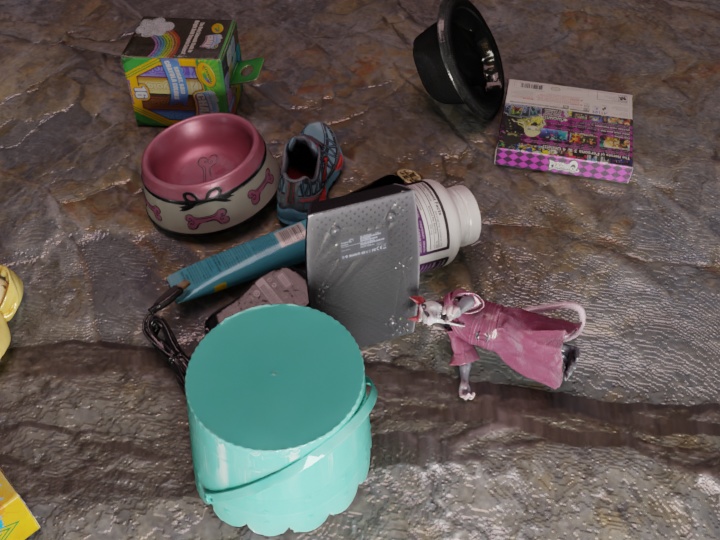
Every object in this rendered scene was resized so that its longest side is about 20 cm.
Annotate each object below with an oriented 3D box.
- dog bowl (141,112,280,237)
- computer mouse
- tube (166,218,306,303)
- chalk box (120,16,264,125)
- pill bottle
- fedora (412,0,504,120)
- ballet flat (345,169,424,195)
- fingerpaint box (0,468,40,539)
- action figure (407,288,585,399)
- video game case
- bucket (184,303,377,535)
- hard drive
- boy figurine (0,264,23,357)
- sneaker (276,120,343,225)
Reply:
[{"bbox_3d":[-0.212,-0.141,1.114,0.197,0.074,0.202,-6,45,6],"label":"dog bowl"},{"bbox_3d":[-0.158,0.053,0.961,0.140,0.046,0.200,41,68,18],"label":"computer mouse"},{"bbox_3d":[-0.147,-0.011,1.025,0.197,0.051,0.077,-21,24,-15],"label":"tube"},{"bbox_3d":[-0.250,-0.308,1.256,0.196,0.125,0.126,4,45,3],"label":"chalk box"},{"bbox_3d":[0.047,-0.048,1.007,0.197,0.114,0.113,-15,48,-20],"label":"pill bottle"},{"bbox_3d":[0.144,-0.319,1.248,0.091,0.202,0.202,-11,37,35],"label":"fedora"},{"bbox_3d":[0.015,-0.097,1.100,0.198,0.047,0.067,-27,49,-30],"label":"ballet flat"},{"bbox_3d":[-0.442,0.224,0.785,0.166,0.074,0.199,-37,56,-28],"label":"fingerpaint box"},{"bbox_3d":[0.149,0.056,0.898,0.197,0.135,0.150,20,48,15],"label":"action figure"},{"bbox_3d":[0.311,-0.216,1.221,0.197,0.036,0.183,9,48,9],"label":"video game case"},{"bbox_3d":[-0.080,0.144,0.814,0.203,0.136,0.209,0,46,0],"label":"bucket"},{"bbox_3d":[0.000,0.000,0.909,0.133,0.202,0.042,-15,39,-15],"label":"hard drive"},{"bbox_3d":[-0.460,0.077,0.933,0.123,0.065,0.201,20,53,22],"label":"boy figurine"},{"bbox_3d":[-0.068,-0.157,1.128,0.078,0.096,0.202,5,47,5],"label":"sneaker"}]
